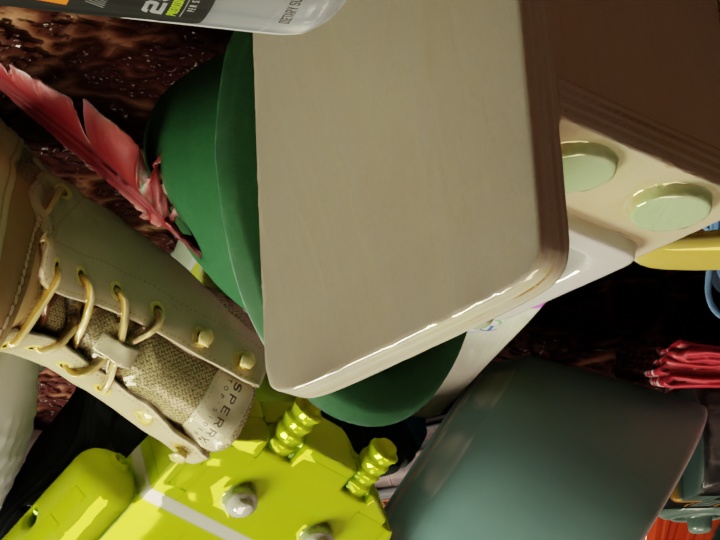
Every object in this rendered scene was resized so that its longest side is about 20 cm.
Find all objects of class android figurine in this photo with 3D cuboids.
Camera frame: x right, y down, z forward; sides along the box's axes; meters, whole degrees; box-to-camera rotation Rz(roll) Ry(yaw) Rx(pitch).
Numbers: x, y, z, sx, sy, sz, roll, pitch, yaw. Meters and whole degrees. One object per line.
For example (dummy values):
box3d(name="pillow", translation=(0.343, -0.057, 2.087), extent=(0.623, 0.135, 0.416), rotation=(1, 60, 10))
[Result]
box3d(name="android figurine", translation=(-0.068, 0.132, 1.095), extent=(0.182, 0.041, 0.200), rotation=(33, 113, -33))

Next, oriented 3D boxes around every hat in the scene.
box3d(name="hat", translation=(-0.071, -0.032, 0.965), extent=(0.175, 0.201, 0.165), rotation=(-8, -171, 34))

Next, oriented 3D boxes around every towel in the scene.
box3d(name="towel", translation=(0.203, 0.044, 1.196), extent=(0.144, 0.023, 0.200), rotation=(0, 179, -1))

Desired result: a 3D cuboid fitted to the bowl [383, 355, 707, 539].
box3d(name="bowl", translation=(0.071, 0.121, 1.195), extent=(0.105, 0.201, 0.201), rotation=(34, 151, 2))

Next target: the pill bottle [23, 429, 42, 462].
box3d(name="pill bottle", translation=(-0.253, 0.162, 1.372), extent=(0.199, 0.114, 0.114), rotation=(-14, 153, 23))

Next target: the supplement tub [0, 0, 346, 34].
box3d(name="supplement tub", translation=(-0.098, -0.139, 0.730), extent=(0.199, 0.123, 0.123), rotation=(4, 154, -16))

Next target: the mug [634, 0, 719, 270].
box3d(name="mug", translation=(0.201, -0.050, 0.925), extent=(0.149, 0.154, 0.186), rotation=(19, 148, -40))

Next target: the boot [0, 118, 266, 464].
box3d(name="boot", translation=(-0.107, 0.023, 0.966), extent=(0.155, 0.200, 0.073), rotation=(39, 99, -16))

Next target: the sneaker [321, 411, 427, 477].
box3d(name="sneaker", translation=(-0.035, 0.099, 1.217), extent=(0.081, 0.074, 0.200), rotation=(-2, -163, 25))

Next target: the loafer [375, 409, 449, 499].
box3d(name="loafer", translation=(0.024, 0.087, 1.323), extent=(0.199, 0.063, 0.072), rotation=(-1, -166, 12))

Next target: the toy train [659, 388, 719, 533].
box3d(name="toy train", translation=(0.238, 0.096, 1.305), extent=(0.199, 0.086, 0.114), rotation=(2, 168, -13))

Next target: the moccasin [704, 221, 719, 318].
box3d(name="moccasin", translation=(0.186, -0.004, 1.107), extent=(0.068, 0.081, 0.200), rotation=(-15, 152, 20))

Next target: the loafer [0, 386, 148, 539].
box3d(name="loafer", translation=(-0.138, 0.116, 1.196), extent=(0.068, 0.201, 0.070), rotation=(30, 147, -8))

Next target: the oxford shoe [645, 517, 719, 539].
box3d(name="oxford shoe", translation=(0.125, 0.122, 1.387), extent=(0.199, 0.072, 0.073), rotation=(16, -168, -4))

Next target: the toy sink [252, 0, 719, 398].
box3d(name="toy sink", translation=(0.047, -0.055, 0.838), extent=(0.112, 0.201, 0.130), rotation=(19, 147, -39))

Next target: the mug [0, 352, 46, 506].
box3d(name="mug", translation=(-0.198, 0.046, 1.119), extent=(0.199, 0.148, 0.175), rotation=(-26, 166, -30))

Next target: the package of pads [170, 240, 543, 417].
box3d(name="package of pads", translation=(0.000, 0.000, 1.109), extent=(0.154, 0.069, 0.200), rotation=(6, 154, -17))
